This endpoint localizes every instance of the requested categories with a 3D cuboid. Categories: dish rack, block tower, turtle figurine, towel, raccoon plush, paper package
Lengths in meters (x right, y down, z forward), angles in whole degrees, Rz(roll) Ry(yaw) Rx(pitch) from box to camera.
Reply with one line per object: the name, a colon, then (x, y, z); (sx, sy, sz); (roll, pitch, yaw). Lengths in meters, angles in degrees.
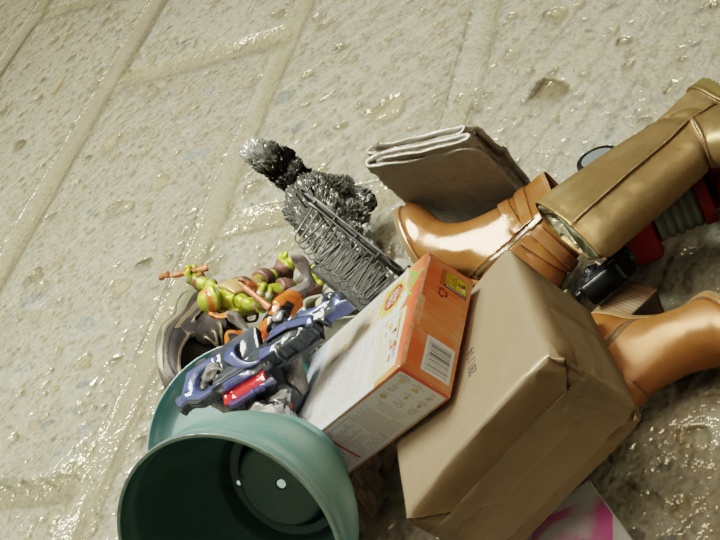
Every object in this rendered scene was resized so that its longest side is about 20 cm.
dish rack: (0.000, 0.000, 1.211); (0.153, 0.200, 0.055); (38, 84, 22)
block tower: (-0.028, 0.228, 1.148); (0.054, 0.058, 0.201); (-3, 44, 33)
turtle figurine: (-0.119, 0.026, 1.380); (0.160, 0.065, 0.199); (-13, 15, -42)
towel: (0.103, -0.088, 1.297); (0.131, 0.200, 0.035); (-8, 62, 28)
raccoon plush: (-0.061, -0.056, 1.400); (0.097, 0.198, 0.134); (-62, 11, 23)
paper package: (0.119, 0.112, 1.047); (0.191, 0.103, 0.200); (-50, 19, 18)

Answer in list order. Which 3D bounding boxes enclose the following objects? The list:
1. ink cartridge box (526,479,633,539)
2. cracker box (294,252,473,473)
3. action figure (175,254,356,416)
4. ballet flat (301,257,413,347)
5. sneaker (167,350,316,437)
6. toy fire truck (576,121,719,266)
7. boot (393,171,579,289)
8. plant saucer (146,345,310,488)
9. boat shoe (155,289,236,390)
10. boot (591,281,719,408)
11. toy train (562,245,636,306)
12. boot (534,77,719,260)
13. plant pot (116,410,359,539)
ink cartridge box: (0.131, 0.260, 1.009); (0.195, 0.043, 0.200); (-33, 38, -1)
cracker box: (0.013, 0.093, 1.106); (0.200, 0.057, 0.135); (-42, 23, 43)
action figure: (-0.068, 0.077, 1.171); (0.199, 0.105, 0.195); (-27, 35, 23)
ballet flat: (0.025, 0.025, 1.331); (0.198, 0.070, 0.070); (-22, 38, 14)
sneaker: (-0.124, 0.135, 1.306); (0.200, 0.075, 0.084); (-42, 38, -13)
toy fire truck: (0.310, -0.044, 1.177); (0.174, 0.129, 0.201); (-22, 28, 14)
boot: (0.134, -0.041, 1.244); (0.200, 0.073, 0.155); (48, 114, 25)
plant saucer: (-0.116, 0.170, 1.245); (0.198, 0.027, 0.202); (-5, 65, 11)
boat shoe: (-0.178, 0.076, 1.397); (0.072, 0.075, 0.201); (-14, 29, 12)
boot: (0.251, 0.087, 1.084); (0.155, 0.077, 0.199); (-45, 35, -18)
toy train: (0.180, 0.050, 1.171); (0.200, 0.034, 0.046); (-43, 10, 18)
boot: (0.282, -0.074, 1.111); (0.199, 0.066, 0.175); (-37, 36, -8)
plant pot: (-0.084, 0.200, 1.037); (0.198, 0.202, 0.134); (-13, 14, 23)
